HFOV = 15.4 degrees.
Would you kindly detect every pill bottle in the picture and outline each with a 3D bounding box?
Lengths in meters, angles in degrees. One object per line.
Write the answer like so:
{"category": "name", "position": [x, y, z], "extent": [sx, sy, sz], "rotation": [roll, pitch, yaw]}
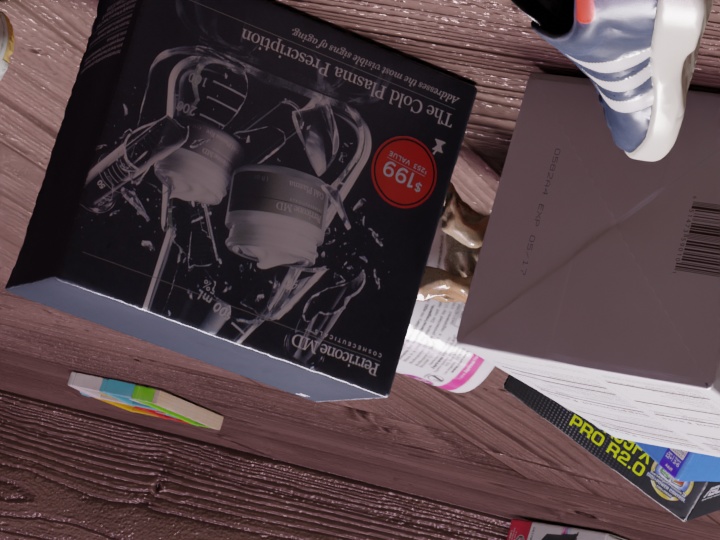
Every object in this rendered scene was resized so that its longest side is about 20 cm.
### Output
{"category": "pill bottle", "position": [0.000, 0.000, 1.788], "extent": [0.200, 0.114, 0.113], "rotation": [21, 170, -19]}

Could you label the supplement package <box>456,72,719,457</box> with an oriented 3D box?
{"category": "supplement package", "position": [0.176, 0.006, 1.406], "extent": [0.150, 0.152, 0.200], "rotation": [10, 168, 33]}

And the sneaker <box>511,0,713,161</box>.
{"category": "sneaker", "position": [0.105, -0.109, 1.131], "extent": [0.084, 0.075, 0.200], "rotation": [14, 160, 7]}

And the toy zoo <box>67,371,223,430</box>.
{"category": "toy zoo", "position": [-0.295, 0.170, 3.509], "extent": [0.200, 0.021, 0.131], "rotation": [9, 168, 41]}

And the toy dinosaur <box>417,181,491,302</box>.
{"category": "toy dinosaur", "position": [0.096, -0.005, 1.587], "extent": [0.135, 0.086, 0.200], "rotation": [17, -170, -12]}

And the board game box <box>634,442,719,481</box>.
{"category": "board game box", "position": [0.226, 0.080, 1.750], "extent": [0.200, 0.045, 0.152], "rotation": [7, -152, -48]}

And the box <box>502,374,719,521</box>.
{"category": "box", "position": [0.212, 0.097, 1.825], "extent": [0.160, 0.044, 0.200], "rotation": [36, -159, 25]}

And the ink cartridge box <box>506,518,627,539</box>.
{"category": "ink cartridge box", "position": [0.276, 0.420, 3.569], "extent": [0.086, 0.148, 0.200], "rotation": [23, 167, -34]}

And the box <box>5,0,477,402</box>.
{"category": "box", "position": [-0.064, -0.044, 1.445], "extent": [0.200, 0.183, 0.104], "rotation": [20, 170, -20]}

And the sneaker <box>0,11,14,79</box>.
{"category": "sneaker", "position": [-0.301, -0.144, 1.604], "extent": [0.200, 0.076, 0.088], "rotation": [9, 168, 35]}
